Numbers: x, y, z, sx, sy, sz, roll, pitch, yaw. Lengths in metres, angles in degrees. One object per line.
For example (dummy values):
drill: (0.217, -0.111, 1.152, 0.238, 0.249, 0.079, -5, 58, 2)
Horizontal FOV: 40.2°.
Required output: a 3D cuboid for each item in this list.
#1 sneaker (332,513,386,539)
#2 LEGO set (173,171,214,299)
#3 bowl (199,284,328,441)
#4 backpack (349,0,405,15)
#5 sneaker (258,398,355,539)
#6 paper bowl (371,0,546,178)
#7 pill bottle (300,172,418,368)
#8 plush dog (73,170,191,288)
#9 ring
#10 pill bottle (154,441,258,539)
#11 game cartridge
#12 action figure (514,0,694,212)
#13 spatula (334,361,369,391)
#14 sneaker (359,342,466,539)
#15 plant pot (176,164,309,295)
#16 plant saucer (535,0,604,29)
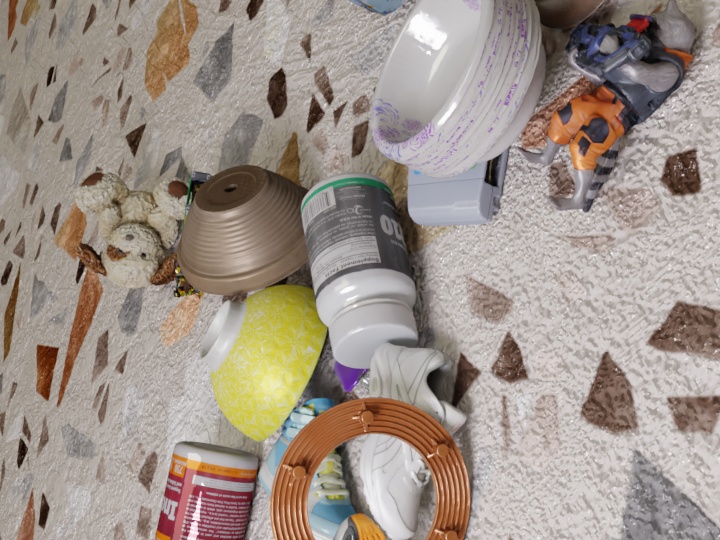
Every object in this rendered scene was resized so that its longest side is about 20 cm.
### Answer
sneaker: (-0.025, 0.320, 1.011, 0.092, 0.075, 0.202, -130, 43, -52)
LEGO set: (-0.198, -0.049, 1.428, 0.154, 0.115, 0.202, 118, 160, -70)
bowl: (-0.130, 0.094, 1.199, 0.201, 0.107, 0.201, -53, 20, 28)
backpack: (-0.004, -0.425, 1.196, 0.184, 0.199, 0.147, -56, 40, 22)
sneaker: (-0.044, 0.221, 1.112, 0.200, 0.079, 0.132, 32, 105, 53)
paper bowl: (0.103, -0.187, 0.968, 0.201, 0.104, 0.202, -45, 35, 43)
pill bottle: (0.000, 0.000, 1.105, 0.113, 0.112, 0.202, -40, 48, 38)
plush dog: (-0.367, -0.050, 1.602, 0.161, 0.198, 0.173, 100, 176, -60)
ring: (0.013, 0.222, 0.937, 0.019, 0.198, 0.203, 168, 114, -75)
pill bottle: (-0.202, 0.327, 1.256, 0.113, 0.112, 0.202, 1, 78, 53)
game cartridge: (0.110, -0.149, 1.080, 0.133, 0.040, 0.202, -2, 76, 57)
action figure: (0.229, -0.161, 0.904, 0.194, 0.104, 0.200, -51, 12, 21)
spatula: (0.025, 0.144, 1.091, 0.057, 0.020, 0.200, -54, 45, 13)
sneaker: (0.057, 0.168, 0.989, 0.098, 0.078, 0.202, -6, 71, 25)
plant pot: (-0.151, -0.068, 1.259, 0.199, 0.093, 0.202, -13, 39, 10)
plant saucer: (0.207, -0.346, 0.985, 0.200, 0.032, 0.202, -173, 90, -66)
